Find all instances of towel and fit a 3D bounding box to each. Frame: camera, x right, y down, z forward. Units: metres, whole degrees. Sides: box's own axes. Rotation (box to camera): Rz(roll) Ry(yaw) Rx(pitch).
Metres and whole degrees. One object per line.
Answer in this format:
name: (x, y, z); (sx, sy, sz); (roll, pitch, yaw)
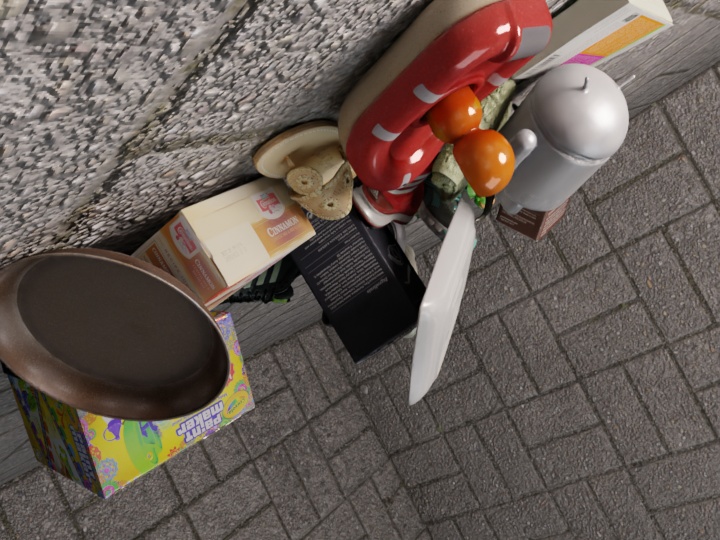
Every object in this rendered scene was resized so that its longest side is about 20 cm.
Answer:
towel: (0.137, -0.154, 0.821); (0.150, 0.036, 0.200); (-58, 171, 3)

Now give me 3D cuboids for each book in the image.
book: (0.252, -0.256, 0.745); (0.132, 0.049, 0.198); (-29, 176, 37)

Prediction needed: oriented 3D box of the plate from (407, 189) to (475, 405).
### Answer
plate: (0.104, 0.039, 0.842); (0.203, 0.032, 0.202); (92, 17, -48)

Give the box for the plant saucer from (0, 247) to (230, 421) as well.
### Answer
plant saucer: (-0.198, 0.052, 0.547); (0.198, 0.199, 0.033); (-32, -147, 30)

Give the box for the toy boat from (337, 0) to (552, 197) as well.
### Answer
toy boat: (0.075, -0.119, 0.538); (0.129, 0.133, 0.199); (-25, 173, -41)

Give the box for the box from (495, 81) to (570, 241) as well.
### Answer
box: (0.253, -0.154, 0.907); (0.100, 0.074, 0.204); (-33, 145, -45)

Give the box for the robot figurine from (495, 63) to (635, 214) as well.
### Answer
robot figurine: (0.219, -0.146, 0.762); (0.167, 0.114, 0.201); (-25, 163, -31)

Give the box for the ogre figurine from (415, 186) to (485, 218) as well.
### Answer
ogre figurine: (0.174, -0.150, 1.127); (0.195, 0.101, 0.120); (-14, -168, -8)

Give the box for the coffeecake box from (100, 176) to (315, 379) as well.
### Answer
coffeecake box: (-0.160, 0.005, 0.636); (0.198, 0.074, 0.153); (-33, -177, 31)

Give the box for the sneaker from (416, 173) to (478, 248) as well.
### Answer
sneaker: (0.123, -0.104, 0.978); (0.091, 0.201, 0.077); (-47, 128, 12)

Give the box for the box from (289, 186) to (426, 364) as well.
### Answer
box: (0.000, 0.000, 0.883); (0.103, 0.203, 0.148); (-33, 174, 13)

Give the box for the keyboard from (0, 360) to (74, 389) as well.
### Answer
keyboard: (-0.267, 0.079, 0.704); (0.102, 0.041, 0.199); (17, -159, 23)

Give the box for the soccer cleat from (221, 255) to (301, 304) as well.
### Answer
soccer cleat: (-0.139, 0.016, 0.938); (0.197, 0.082, 0.068); (-27, 175, -20)

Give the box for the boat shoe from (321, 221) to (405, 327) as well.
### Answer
boat shoe: (-0.002, 0.008, 0.995); (0.065, 0.071, 0.202); (0, 134, -39)

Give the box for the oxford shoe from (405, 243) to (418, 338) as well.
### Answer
oxford shoe: (0.063, 0.019, 1.022); (0.057, 0.203, 0.075); (31, 120, -35)

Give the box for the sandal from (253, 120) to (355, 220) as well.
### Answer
sandal: (-0.027, -0.083, 0.645); (0.077, 0.071, 0.211); (-33, 175, 14)

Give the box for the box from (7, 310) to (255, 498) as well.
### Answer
box: (-0.264, 0.136, 0.786); (0.190, 0.125, 0.198); (1, -161, 44)

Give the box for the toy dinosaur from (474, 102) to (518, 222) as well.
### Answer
toy dinosaur: (0.195, -0.166, 0.973); (0.202, 0.076, 0.102); (-55, -176, -23)

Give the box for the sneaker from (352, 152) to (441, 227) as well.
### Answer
sneaker: (0.070, -0.120, 0.867); (0.115, 0.079, 0.200); (-39, -178, 26)
